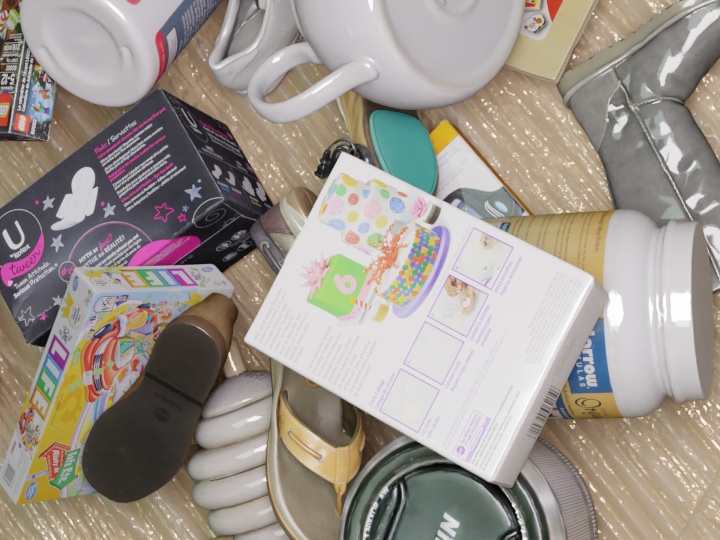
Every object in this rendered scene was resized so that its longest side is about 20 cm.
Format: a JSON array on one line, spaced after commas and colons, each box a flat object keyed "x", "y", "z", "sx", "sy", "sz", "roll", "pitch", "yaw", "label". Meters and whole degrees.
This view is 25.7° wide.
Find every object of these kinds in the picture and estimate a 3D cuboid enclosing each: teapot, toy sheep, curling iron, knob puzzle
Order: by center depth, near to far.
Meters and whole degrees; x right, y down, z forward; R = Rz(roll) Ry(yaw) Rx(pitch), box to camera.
[{"x": 0.016, "y": -0.208, "z": 1.168, "sx": 0.145, "sy": 0.199, "sz": 0.200, "roll": 3, "pitch": 95, "yaw": 45, "label": "teapot"}, {"x": 0.000, "y": 0.000, "z": 1.183, "sx": 0.049, "sy": 0.025, "sz": 0.202, "roll": 2, "pitch": 104, "yaw": 47, "label": "curling iron"}, {"x": -0.077, "y": 0.149, "z": 1.227, "sx": 0.137, "sy": 0.138, "sz": 0.202, "roll": -21, "pitch": 96, "yaw": 15, "label": "toy sheep"}, {"x": 0.109, "y": -0.254, "z": 1.248, "sx": 0.218, "sy": 0.030, "sz": 0.222, "roll": -6, "pitch": 74, "yaw": 21, "label": "knob puzzle"}]

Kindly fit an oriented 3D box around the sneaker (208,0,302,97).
[{"x": -0.064, "y": -0.238, "z": 1.276, "sx": 0.075, "sy": 0.088, "sz": 0.201, "roll": 25, "pitch": 93, "yaw": 20, "label": "sneaker"}]

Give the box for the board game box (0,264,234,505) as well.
[{"x": -0.192, "y": 0.088, "z": 1.233, "sx": 0.034, "sy": 0.134, "sz": 0.201, "roll": 43, "pitch": 120, "yaw": 35, "label": "board game box"}]

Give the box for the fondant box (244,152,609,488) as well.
[{"x": 0.042, "y": 0.031, "z": 1.039, "sx": 0.199, "sy": 0.058, "sz": 0.145, "roll": 28, "pitch": 89, "yaw": 22, "label": "fondant box"}]

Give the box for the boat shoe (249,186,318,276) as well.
[{"x": -0.017, "y": 0.033, "z": 1.240, "sx": 0.065, "sy": 0.072, "sz": 0.201, "roll": -31, "pitch": 93, "yaw": 23, "label": "boat shoe"}]

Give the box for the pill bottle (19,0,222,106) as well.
[{"x": -0.169, "y": -0.235, "z": 1.254, "sx": 0.119, "sy": 0.120, "sz": 0.201, "roll": 17, "pitch": 49, "yaw": 19, "label": "pill bottle"}]

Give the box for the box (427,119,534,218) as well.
[{"x": 0.090, "y": -0.004, "z": 1.231, "sx": 0.119, "sy": 0.041, "sz": 0.200, "roll": -42, "pitch": 77, "yaw": 11, "label": "box"}]

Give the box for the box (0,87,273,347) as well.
[{"x": -0.186, "y": -0.035, "z": 1.276, "sx": 0.199, "sy": 0.132, "sz": 0.115, "roll": -34, "pitch": 73, "yaw": 12, "label": "box"}]

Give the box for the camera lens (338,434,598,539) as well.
[{"x": 0.083, "y": 0.191, "z": 1.130, "sx": 0.158, "sy": 0.200, "sz": 0.162, "roll": -2, "pitch": 85, "yaw": 18, "label": "camera lens"}]

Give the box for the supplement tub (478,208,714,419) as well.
[{"x": 0.142, "y": 0.032, "z": 1.112, "sx": 0.198, "sy": 0.144, "sz": 0.146, "roll": -3, "pitch": 84, "yaw": 20, "label": "supplement tub"}]

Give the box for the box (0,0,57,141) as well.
[{"x": -0.315, "y": -0.180, "z": 1.330, "sx": 0.199, "sy": 0.037, "sz": 0.138, "roll": 6, "pitch": 86, "yaw": 50, "label": "box"}]

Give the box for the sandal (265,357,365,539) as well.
[{"x": -0.027, "y": 0.115, "z": 1.155, "sx": 0.054, "sy": 0.080, "sz": 0.202, "roll": -25, "pitch": 66, "yaw": 58, "label": "sandal"}]

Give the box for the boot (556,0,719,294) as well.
[{"x": 0.252, "y": -0.088, "z": 1.167, "sx": 0.181, "sy": 0.072, "sz": 0.201, "roll": -33, "pitch": 69, "yaw": 27, "label": "boot"}]

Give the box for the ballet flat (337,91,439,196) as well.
[{"x": 0.015, "y": -0.114, "z": 1.233, "sx": 0.063, "sy": 0.068, "sz": 0.201, "roll": -48, "pitch": 42, "yaw": 44, "label": "ballet flat"}]

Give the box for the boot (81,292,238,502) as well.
[{"x": -0.147, "y": 0.099, "z": 1.206, "sx": 0.073, "sy": 0.076, "sz": 0.201, "roll": 34, "pitch": 121, "yaw": -3, "label": "boot"}]
